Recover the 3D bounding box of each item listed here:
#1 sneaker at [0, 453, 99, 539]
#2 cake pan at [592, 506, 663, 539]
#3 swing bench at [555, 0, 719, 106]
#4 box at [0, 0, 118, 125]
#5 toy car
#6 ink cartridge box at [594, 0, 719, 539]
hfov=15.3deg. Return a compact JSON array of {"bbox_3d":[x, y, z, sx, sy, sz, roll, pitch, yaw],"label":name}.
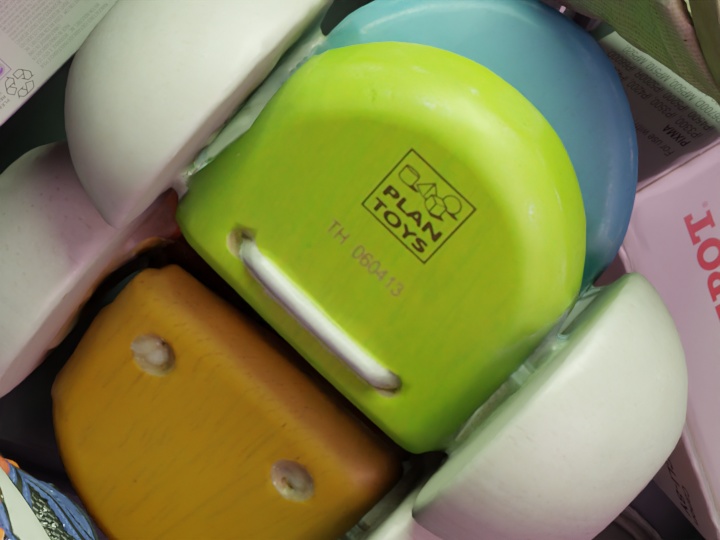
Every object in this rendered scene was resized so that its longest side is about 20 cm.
[{"bbox_3d":[-0.117,0.072,0.709,0.075,0.078,0.200,-39,85,22],"label":"sneaker"},{"bbox_3d":[0.032,0.162,0.887,0.200,0.037,0.201,-12,120,-21],"label":"cake pan"},{"bbox_3d":[0.131,-0.110,0.696,0.200,0.199,0.130,-28,124,-11],"label":"swing bench"},{"bbox_3d":[-0.048,-0.114,0.678,0.200,0.039,0.041,-44,129,3],"label":"box"},{"bbox_3d":[0.000,0.000,0.717,0.150,0.175,0.200,-46,178,-45],"label":"toy car"},{"bbox_3d":[0.158,-0.029,0.821,0.200,0.083,0.145,-30,125,-10],"label":"ink cartridge box"}]
